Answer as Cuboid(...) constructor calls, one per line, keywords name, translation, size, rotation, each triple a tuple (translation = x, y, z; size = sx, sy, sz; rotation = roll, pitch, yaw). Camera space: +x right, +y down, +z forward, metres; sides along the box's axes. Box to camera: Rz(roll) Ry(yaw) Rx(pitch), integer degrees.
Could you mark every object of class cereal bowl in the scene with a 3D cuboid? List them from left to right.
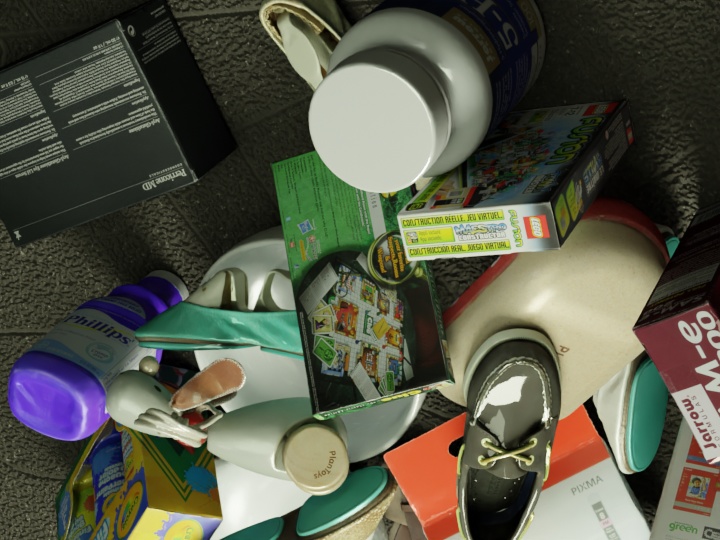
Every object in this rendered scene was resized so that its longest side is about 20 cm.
Cuboid(name="cereal bowl", translation=(-0.054, 0.238, 1.455), size=(0.199, 0.083, 0.201), rotation=(7, 103, 32))
Cuboid(name="cereal bowl", translation=(-0.030, 0.049, 1.352), size=(0.199, 0.083, 0.201), rotation=(11, 119, 20))

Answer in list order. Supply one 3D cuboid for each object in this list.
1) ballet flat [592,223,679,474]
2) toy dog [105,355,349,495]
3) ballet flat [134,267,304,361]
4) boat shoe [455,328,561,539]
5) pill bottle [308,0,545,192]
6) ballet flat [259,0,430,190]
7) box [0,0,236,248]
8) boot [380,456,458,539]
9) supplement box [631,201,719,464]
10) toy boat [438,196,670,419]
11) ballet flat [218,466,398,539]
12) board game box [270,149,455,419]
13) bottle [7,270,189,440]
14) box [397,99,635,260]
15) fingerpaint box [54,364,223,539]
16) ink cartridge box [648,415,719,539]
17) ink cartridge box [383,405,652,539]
Cuboid(name="ballet flat", translation=(0.200, 0.054, 1.274), size=(0.069, 0.069, 0.201), rotation=(10, 114, 20))
Cuboid(name="toy dog", translation=(-0.084, 0.102, 1.290), size=(0.199, 0.097, 0.132), rotation=(24, 169, -21))
Cuboid(name="ballet flat", translation=(-0.079, 0.033, 1.284), size=(0.199, 0.067, 0.071), rotation=(4, 90, 23))
Cuboid(name="boat shoe", translation=(0.105, 0.126, 1.198), size=(0.071, 0.061, 0.202), rotation=(2, 135, -1))
Cuboid(name="pill bottle", translation=(0.045, -0.132, 1.162), size=(0.119, 0.200, 0.120), rotation=(11, 119, 19))
Cuboid(name="ballet flat", translation=(-0.009, -0.132, 1.271), size=(0.067, 0.062, 0.200), rotation=(-36, 97, 33))
Cuboid(name="box", translation=(-0.222, -0.118, 1.369), size=(0.199, 0.079, 0.142), rotation=(-17, 104, 30))
Cuboid(name="boot", translation=(0.085, 0.179, 1.387), size=(0.146, 0.070, 0.201), rotation=(17, 114, 26))
Cuboid(name="supplement box", translation=(0.257, 0.031, 1.146), size=(0.061, 0.200, 0.109), rotation=(-24, 104, 32))
Cuboid(name="toy boat", translation=(0.135, 0.013, 1.220), size=(0.130, 0.131, 0.200), rotation=(21, 135, -23))
Cuboid(name="ballet flat", translation=(-0.041, 0.221, 1.359), size=(0.199, 0.071, 0.065), rotation=(-27, 112, 24))
Cuboid(name="board game box", translation=(0.000, 0.000, 1.217), size=(0.104, 0.023, 0.201), rotation=(-16, 68, 15))
Cuboid(name="bottle", translation=(-0.206, 0.062, 1.378), size=(0.083, 0.200, 0.066), rotation=(20, 122, 16))
Cuboid(name="box", translation=(0.112, -0.065, 1.165), size=(0.110, 0.200, 0.035), rotation=(-5, 112, 26))
Cuboid(name="fingerpaint box", translation=(-0.199, 0.208, 1.467), size=(0.073, 0.167, 0.200), rotation=(13, 130, -26))
Cuboid(name="ink cartridge box", translation=(0.328, 0.177, 1.240), size=(0.199, 0.176, 0.084), rotation=(11, 150, 20))
Cuboid(name="ink cartridge box", translation=(0.132, 0.198, 1.298), size=(0.162, 0.057, 0.201), rotation=(-28, 109, 6))
